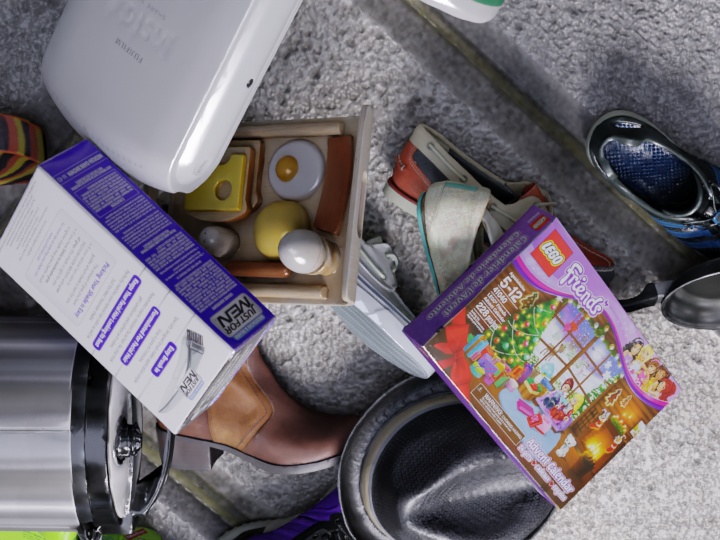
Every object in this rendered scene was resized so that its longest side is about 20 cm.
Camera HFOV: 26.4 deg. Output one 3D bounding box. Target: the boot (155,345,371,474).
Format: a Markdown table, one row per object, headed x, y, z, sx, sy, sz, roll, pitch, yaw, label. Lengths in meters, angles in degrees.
| x | y | z | sx | sy | sz | roll | pitch | yaw | label |
| --- | --- | --- | --- | --- | --- | --- | --- | --- | --- |
| -0.083 | 0.063 | 1.269 | 0.187 | 0.068 | 0.201 | 2 | 104 | 11 | boot |

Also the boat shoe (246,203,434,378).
| x | y | z | sx | sy | sz | roll | pitch | yaw | label |
| --- | --- | --- | --- | --- | --- | --- | --- | --- | --- |
| 0.000 | 0.000 | 1.221 | 0.200 | 0.073 | 0.067 | 44 | 73 | -14 | boat shoe |

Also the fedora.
| x | y | z | sx | sy | sz | roll | pitch | yaw | label |
| --- | --- | --- | --- | --- | --- | --- | --- | --- | --- |
| 0.085 | 0.173 | 1.240 | 0.199 | 0.092 | 0.202 | -2 | 99 | -15 | fedora |

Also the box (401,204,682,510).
| x | y | z | sx | sy | sz | roll | pitch | yaw | label |
| --- | --- | --- | --- | --- | --- | --- | --- | --- | --- |
| 0.140 | 0.068 | 1.152 | 0.137 | 0.039 | 0.200 | -44 | 120 | -5 | box |

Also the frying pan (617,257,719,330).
| x | y | z | sx | sy | sz | roll | pitch | yaw | label |
| --- | --- | --- | --- | --- | --- | --- | --- | --- | --- |
| 0.258 | 0.025 | 1.216 | 0.189 | 0.031 | 0.115 | -12 | 153 | 19 | frying pan |

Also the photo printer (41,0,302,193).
| x | y | z | sx | sy | sz | roll | pitch | yaw | label |
| --- | --- | --- | --- | --- | --- | --- | --- | --- | --- |
| -0.147 | -0.170 | 1.136 | 0.166 | 0.069 | 0.201 | 40 | 112 | 23 | photo printer |

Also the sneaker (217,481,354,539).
| x | y | z | sx | sy | sz | roll | pitch | yaw | label |
| --- | --- | --- | --- | --- | --- | --- | --- | --- | --- |
| -0.038 | 0.242 | 1.299 | 0.199 | 0.100 | 0.070 | -27 | 109 | 13 | sneaker |

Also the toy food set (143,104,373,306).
| x | y | z | sx | sy | sz | roll | pitch | yaw | label |
| --- | --- | --- | --- | --- | --- | --- | --- | --- | --- |
| -0.082 | -0.050 | 1.152 | 0.199 | 0.060 | 0.145 | 1 | 82 | 31 | toy food set |

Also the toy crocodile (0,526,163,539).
| x | y | z | sx | sy | sz | roll | pitch | yaw | label |
| --- | --- | --- | --- | --- | --- | --- | --- | --- | --- |
| -0.233 | 0.246 | 1.341 | 0.199 | 0.062 | 0.068 | 15 | 112 | 3 | toy crocodile |

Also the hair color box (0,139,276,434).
| x | y | z | sx | sy | sz | roll | pitch | yaw | label |
| --- | --- | --- | --- | --- | --- | --- | --- | --- | --- |
| -0.171 | 0.012 | 1.143 | 0.200 | 0.065 | 0.109 | 44 | 130 | 7 | hair color box |

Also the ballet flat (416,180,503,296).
| x | y | z | sx | sy | sz | roll | pitch | yaw | label |
| --- | --- | --- | --- | --- | --- | --- | --- | --- | --- |
| 0.089 | 0.021 | 1.169 | 0.062 | 0.068 | 0.201 | -1 | 129 | 18 | ballet flat |

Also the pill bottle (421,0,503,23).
| x | y | z | sx | sy | sz | roll | pitch | yaw | label |
| --- | --- | --- | --- | --- | --- | --- | --- | --- | --- |
| 0.091 | -0.289 | 1.085 | 0.112 | 0.113 | 0.201 | 26 | 110 | -6 | pill bottle |

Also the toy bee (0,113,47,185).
| x | y | z | sx | sy | sz | roll | pitch | yaw | label |
| --- | --- | --- | --- | --- | --- | --- | --- | --- | --- |
| -0.347 | -0.083 | 1.181 | 0.199 | 0.109 | 0.131 | -30 | 68 | -8 | toy bee |

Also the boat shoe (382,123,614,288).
| x | y | z | sx | sy | sz | roll | pitch | yaw | label |
| --- | --- | --- | --- | --- | --- | --- | --- | --- | --- |
| 0.116 | -0.044 | 1.202 | 0.199 | 0.071 | 0.063 | 28 | 107 | -2 | boat shoe |

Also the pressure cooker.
| x | y | z | sx | sy | sz | roll | pitch | yaw | label |
| --- | --- | --- | --- | --- | --- | --- | --- | --- | --- |
| -0.247 | 0.125 | 1.223 | 0.199 | 0.179 | 0.176 | 0 | 142 | 1 | pressure cooker |

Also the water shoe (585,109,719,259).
| x | y | z | sx | sy | sz | roll | pitch | yaw | label |
| --- | --- | --- | --- | --- | --- | --- | --- | --- | --- |
| 0.259 | -0.048 | 1.182 | 0.199 | 0.079 | 0.072 | 29 | 110 | -8 | water shoe |
